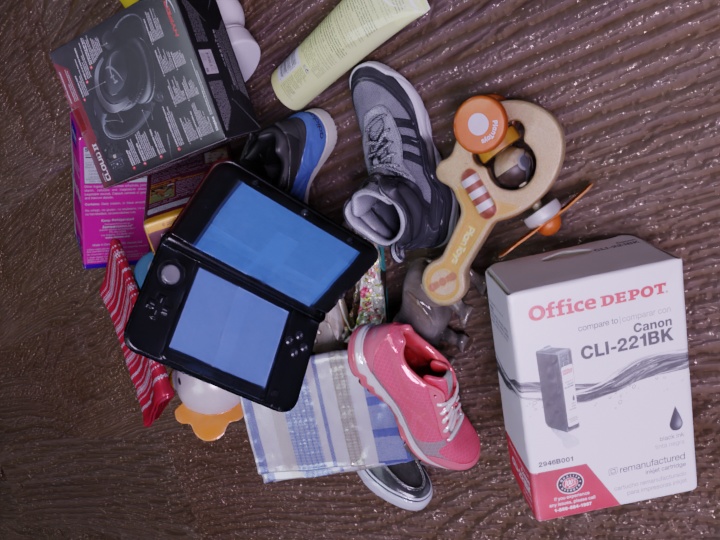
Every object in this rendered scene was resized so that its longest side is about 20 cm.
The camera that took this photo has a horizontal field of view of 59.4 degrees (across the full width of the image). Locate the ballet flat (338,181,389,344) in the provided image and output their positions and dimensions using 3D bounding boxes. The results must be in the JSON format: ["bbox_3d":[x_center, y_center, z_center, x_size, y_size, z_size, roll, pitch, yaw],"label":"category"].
[{"bbox_3d":[0.000,0.000,0.708,0.062,0.076,0.206,-5,109,-3],"label":"ballet flat"}]

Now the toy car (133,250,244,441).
[{"bbox_3d":[-0.199,0.110,0.785,0.171,0.205,0.187,0,143,-5],"label":"toy car"}]

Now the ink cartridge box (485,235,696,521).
[{"bbox_3d":[0.194,0.089,0.539,0.140,0.084,0.206,-11,103,1],"label":"ink cartridge box"}]

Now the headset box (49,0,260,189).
[{"bbox_3d":[-0.224,-0.186,0.668,0.195,0.077,0.153,-14,102,27],"label":"headset box"}]

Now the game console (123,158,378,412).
[{"bbox_3d":[-0.102,0.026,0.623,0.197,0.177,0.118,29,154,-27],"label":"game console"}]

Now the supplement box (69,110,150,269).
[{"bbox_3d":[-0.365,-0.118,0.927,0.101,0.101,0.205,47,133,46],"label":"supplement box"}]

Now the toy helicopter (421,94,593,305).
[{"bbox_3d":[0.121,-0.052,0.577,0.130,0.079,0.204,30,113,11],"label":"toy helicopter"}]

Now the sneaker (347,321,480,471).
[{"bbox_3d":[0.070,0.132,0.643,0.201,0.074,0.086,49,140,-15],"label":"sneaker"}]

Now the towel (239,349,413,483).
[{"bbox_3d":[-0.043,0.165,0.726,0.194,0.024,0.151,-11,102,12],"label":"towel"}]

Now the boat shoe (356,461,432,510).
[{"bbox_3d":[0.017,0.204,0.780,0.199,0.071,0.072,43,133,20],"label":"boat shoe"}]

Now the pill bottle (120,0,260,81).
[{"bbox_3d":[-0.205,-0.306,0.732,0.202,0.111,0.113,52,131,10],"label":"pill bottle"}]

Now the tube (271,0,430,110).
[{"bbox_3d":[-0.015,-0.239,0.650,0.058,0.053,0.198,39,133,-23],"label":"tube"}]

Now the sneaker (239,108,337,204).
[{"bbox_3d":[-0.104,-0.090,0.735,0.077,0.110,0.202,43,129,16],"label":"sneaker"}]

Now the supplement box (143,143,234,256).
[{"bbox_3d":[-0.187,-0.071,0.741,0.201,0.107,0.088,-120,15,-58],"label":"supplement box"}]

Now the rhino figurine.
[{"bbox_3d":[0.072,0.070,0.691,0.086,0.060,0.204,30,131,21],"label":"rhino figurine"}]

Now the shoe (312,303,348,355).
[{"bbox_3d":[-0.055,0.116,0.778,0.069,0.052,0.207,5,90,47],"label":"shoe"}]

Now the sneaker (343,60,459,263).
[{"bbox_3d":[0.024,-0.108,0.622,0.074,0.113,0.205,-23,93,41],"label":"sneaker"}]

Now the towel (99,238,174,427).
[{"bbox_3d":[-0.279,0.082,0.775,0.145,0.022,0.204,-43,67,55],"label":"towel"}]
